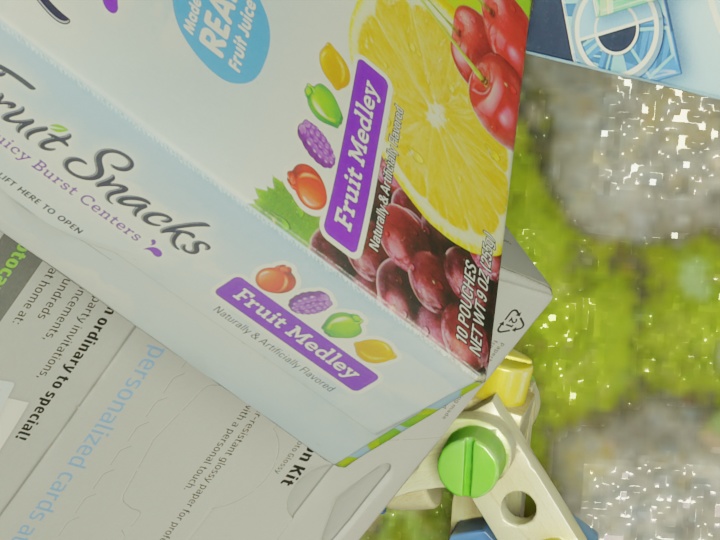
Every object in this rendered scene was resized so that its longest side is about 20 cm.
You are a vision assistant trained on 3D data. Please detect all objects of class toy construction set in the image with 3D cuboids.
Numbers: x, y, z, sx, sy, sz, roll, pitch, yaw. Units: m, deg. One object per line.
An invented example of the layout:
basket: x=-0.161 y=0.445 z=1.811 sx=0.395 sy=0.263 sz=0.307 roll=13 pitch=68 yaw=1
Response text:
toy construction set: x=0.000 y=0.000 z=0.767 sx=0.131 sy=0.092 sz=0.201 roll=-3 pitch=91 yaw=17

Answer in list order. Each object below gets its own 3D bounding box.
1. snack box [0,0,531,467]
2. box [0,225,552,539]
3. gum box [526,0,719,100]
snack box: x=-0.050 y=-0.069 z=0.579 sx=0.200 sy=0.143 sz=0.053 roll=37 pitch=130 yaw=-27
box: x=-0.071 y=0.024 z=0.662 sx=0.200 sy=0.041 sz=0.156 roll=21 pitch=115 yaw=-37
gum box: x=0.145 y=-0.114 z=0.628 sx=0.200 sy=0.044 sz=0.171 roll=16 pitch=103 yaw=34
